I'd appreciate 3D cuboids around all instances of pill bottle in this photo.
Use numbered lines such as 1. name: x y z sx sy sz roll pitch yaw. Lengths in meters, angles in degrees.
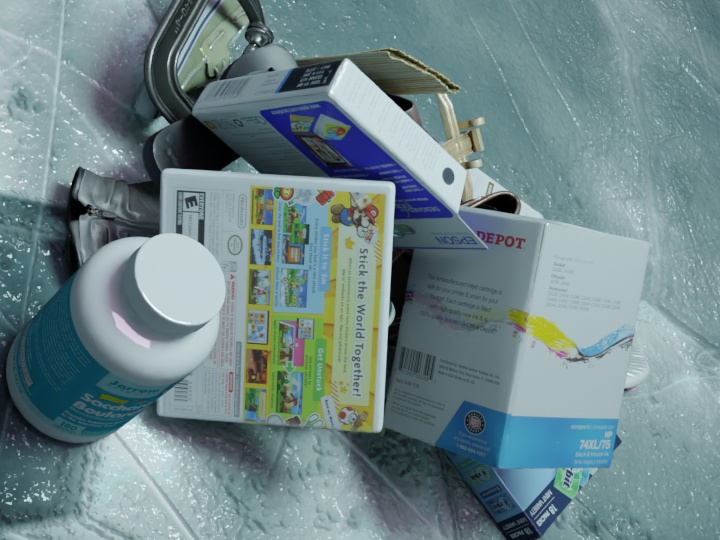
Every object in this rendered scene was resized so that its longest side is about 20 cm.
1. pill bottle: -0.176 0.046 0.907 0.111 0.200 0.111 18 56 -28

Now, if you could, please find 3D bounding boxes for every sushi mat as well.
1. sushi mat: -0.004 -0.184 1.178 0.096 0.200 0.012 23 79 -39

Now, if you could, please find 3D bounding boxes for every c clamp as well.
1. c clamp: -0.131 -0.181 1.126 0.171 0.027 0.200 43 60 -47

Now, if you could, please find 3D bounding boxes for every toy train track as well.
1. toy train track: 0.089 -0.110 1.159 0.200 0.033 0.115 -35 112 -63

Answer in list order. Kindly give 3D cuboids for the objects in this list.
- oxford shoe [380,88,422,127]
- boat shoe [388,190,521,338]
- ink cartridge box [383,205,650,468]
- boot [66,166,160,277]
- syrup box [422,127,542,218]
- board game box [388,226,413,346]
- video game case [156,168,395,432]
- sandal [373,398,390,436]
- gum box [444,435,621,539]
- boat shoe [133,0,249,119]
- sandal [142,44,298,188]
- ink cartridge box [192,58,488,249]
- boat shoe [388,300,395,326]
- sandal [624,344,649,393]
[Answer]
1. oxford shoe: -0.032 -0.162 1.175 0.200 0.073 0.071 16 55 15
2. boat shoe: 0.072 -0.013 1.135 0.070 0.070 0.200 48 57 2
3. ink cartridge box: 0.132 0.054 1.056 0.146 0.147 0.200 8 94 -41
4. boot: -0.179 0.009 1.033 0.132 0.070 0.200 0 60 -30
5. syrup box: 0.080 -0.068 1.256 0.200 0.079 0.081 35 50 -17
6. board game box: 0.000 0.000 1.159 0.200 0.028 0.135 12 57 -16
7. video game case: -0.068 0.024 0.972 0.023 0.182 0.200 -61 155 -78
8. sandal: -0.045 0.086 1.064 0.057 0.080 0.201 -51 127 -6
9. gum box: 0.147 0.139 1.213 0.200 0.045 0.170 53 46 1
10. boat shoe: -0.152 -0.207 1.162 0.062 0.072 0.200 31 47 -12
11. sandal: -0.108 -0.133 1.084 0.076 0.043 0.200 53 49 -17
12. ink cartridge box: -0.013 -0.088 1.015 0.200 0.198 0.043 42 66 -31
13. boat shoe: -0.053 -0.016 1.077 0.200 0.062 0.075 38 59 20
14. sandal: 0.251 0.105 1.258 0.203 0.082 0.050 -29 125 -73
